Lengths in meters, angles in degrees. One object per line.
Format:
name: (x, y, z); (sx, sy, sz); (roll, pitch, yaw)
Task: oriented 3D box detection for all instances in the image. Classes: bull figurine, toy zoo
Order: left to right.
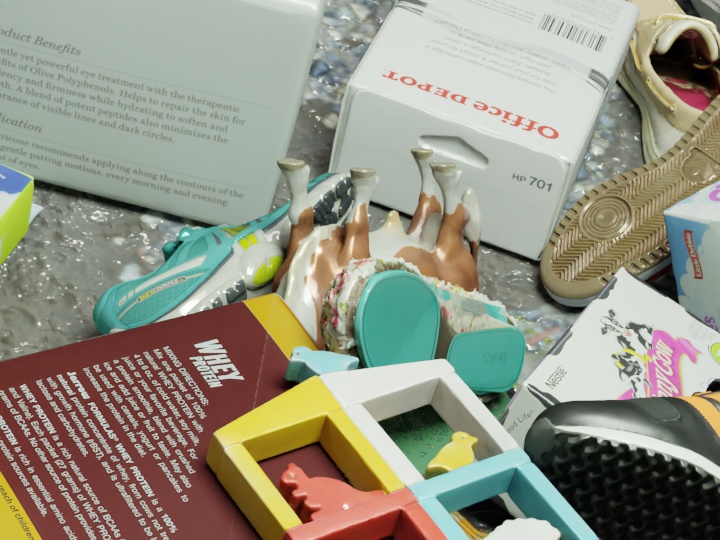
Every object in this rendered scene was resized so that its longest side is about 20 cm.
bull figurine: (0.000, 0.000, 1.207); (0.065, 0.122, 0.200); (12, 13, 34)
toy zoo: (0.023, 0.106, 0.964); (0.131, 0.020, 0.200); (-17, 50, -33)

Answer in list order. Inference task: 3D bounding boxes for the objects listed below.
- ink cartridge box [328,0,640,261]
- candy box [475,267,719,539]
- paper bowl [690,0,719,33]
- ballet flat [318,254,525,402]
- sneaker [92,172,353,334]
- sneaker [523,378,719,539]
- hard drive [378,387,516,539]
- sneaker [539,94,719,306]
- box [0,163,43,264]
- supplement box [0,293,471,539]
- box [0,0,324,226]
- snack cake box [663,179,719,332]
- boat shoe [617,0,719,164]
ink cartridge box: (0.080, -0.114, 1.399); (0.146, 0.086, 0.200); (21, 41, 6)
candy box: (0.176, 0.106, 1.143); (0.200, 0.072, 0.168); (35, 32, 8)
paper bowl: (0.315, -0.226, 1.596); (0.200, 0.104, 0.201); (10, 40, -8)
ballet flat: (0.018, 0.033, 1.118); (0.064, 0.076, 0.200); (15, -5, 29)
sneaker: (-0.069, -0.008, 1.238); (0.080, 0.078, 0.200); (23, 37, 27)
sneaker: (0.167, 0.084, 1.042); (0.200, 0.070, 0.090); (14, 45, -15)
hard drive: (0.054, 0.137, 1.134); (0.140, 0.038, 0.200); (-9, 46, -28)
sneaker: (0.200, -0.026, 1.363); (0.200, 0.113, 0.071); (-38, 58, -10)
box: (-0.265, -0.015, 1.198); (0.122, 0.048, 0.200); (22, 41, 7)
supplement box: (-0.085, 0.140, 1.008); (0.200, 0.133, 0.197); (-14, 48, -32)
box: (-0.122, -0.162, 1.319); (0.199, 0.171, 0.200); (14, 40, -3)
snack cake box: (0.275, -0.014, 1.306); (0.200, 0.115, 0.067); (-27, 25, -36)
boat shoe: (0.217, -0.138, 1.486); (0.074, 0.069, 0.200); (5, 41, -13)
